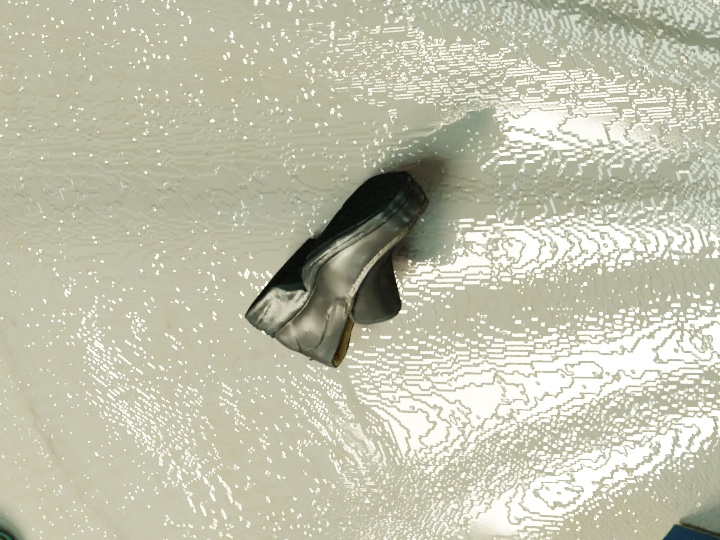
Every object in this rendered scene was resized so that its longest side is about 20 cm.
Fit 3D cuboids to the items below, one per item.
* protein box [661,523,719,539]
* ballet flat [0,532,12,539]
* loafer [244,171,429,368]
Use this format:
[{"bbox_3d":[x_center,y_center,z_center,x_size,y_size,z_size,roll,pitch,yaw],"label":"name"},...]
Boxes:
[{"bbox_3d":[0.233,0.286,1.595,0.198,0.200,0.135,15,129,31],"label":"protein box"},{"bbox_3d":[-0.365,0.244,2.151,0.200,0.070,0.067,-4,118,41],"label":"ballet flat"},{"bbox_3d":[0.000,0.000,1.675,0.072,0.073,0.200,40,148,-5],"label":"loafer"}]
